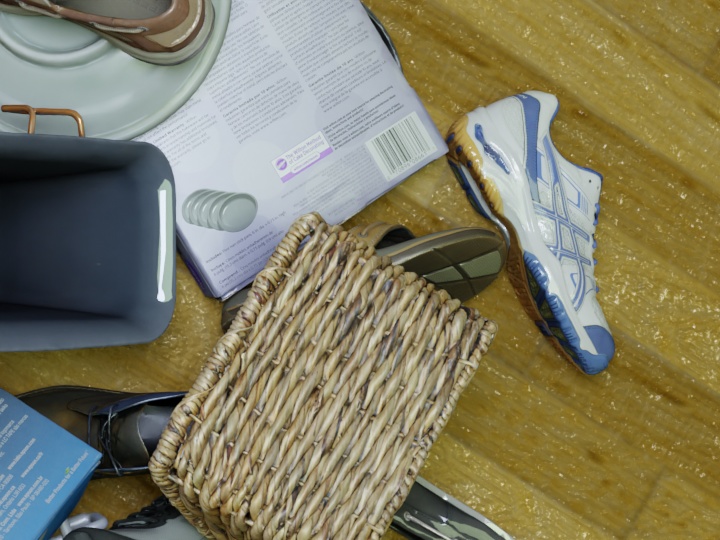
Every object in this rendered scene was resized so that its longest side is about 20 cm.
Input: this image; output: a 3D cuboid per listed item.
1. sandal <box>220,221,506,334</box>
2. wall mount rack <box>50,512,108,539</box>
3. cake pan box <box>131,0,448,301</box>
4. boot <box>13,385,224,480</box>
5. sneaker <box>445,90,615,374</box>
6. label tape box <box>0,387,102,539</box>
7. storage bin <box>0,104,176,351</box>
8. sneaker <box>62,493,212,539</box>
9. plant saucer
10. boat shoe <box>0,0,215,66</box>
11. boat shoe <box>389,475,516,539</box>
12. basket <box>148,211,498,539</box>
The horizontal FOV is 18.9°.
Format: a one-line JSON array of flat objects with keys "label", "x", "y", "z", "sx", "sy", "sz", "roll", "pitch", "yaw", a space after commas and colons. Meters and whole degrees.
[{"label": "sandal", "x": 0.000, "y": 0.000, "z": 1.452, "sx": 0.200, "sy": 0.080, "sz": 0.054, "roll": -14, "pitch": 58, "yaw": -6}, {"label": "wall mount rack", "x": -0.229, "y": 0.242, "z": 1.391, "sx": 0.174, "sy": 0.075, "sz": 0.200, "roll": -18, "pitch": 95, "yaw": -17}, {"label": "cake pan box", "x": -0.064, "y": -0.109, "z": 1.438, "sx": 0.200, "sy": 0.052, "sz": 0.184, "roll": -34, "pitch": 101, "yaw": -12}, {"label": "boot", "x": -0.171, "y": 0.101, "z": 1.383, "sx": 0.200, "sy": 0.097, "sz": 0.075, "roll": -5, "pitch": 77, "yaw": -16}, {"label": "sneaker", "x": 0.139, "y": -0.028, "z": 1.480, "sx": 0.088, "sy": 0.075, "sz": 0.200, "roll": -28, "pitch": 98, "yaw": -13}, {"label": "label tape box", "x": -0.276, "y": 0.112, "z": 1.292, "sx": 0.200, "sy": 0.144, "sz": 0.063, "roll": 34, "pitch": 125, "yaw": 2}, {"label": "storage bin", "x": -0.225, "y": -0.026, "z": 1.319, "sx": 0.200, "sy": 0.134, "sz": 0.146, "roll": -2, "pitch": 92, "yaw": -59}, {"label": "sneaker", "x": -0.120, "y": 0.168, "z": 1.382, "sx": 0.200, "sy": 0.074, "sz": 0.080, "roll": 7, "pitch": 79, "yaw": -55}, {"label": "plant saucer", "x": -0.183, "y": -0.177, "z": 1.367, "sx": 0.200, "sy": 0.050, "sz": 0.201, "roll": -1, "pitch": 82, "yaw": 8}, {"label": "boat shoe", "x": -0.183, "y": -0.187, "z": 1.306, "sx": 0.200, "sy": 0.072, "sz": 0.076, "roll": 19, "pitch": 84, "yaw": 11}, {"label": "boat shoe", "x": 0.038, "y": 0.171, "z": 1.459, "sx": 0.200, "sy": 0.067, "sz": 0.057, "roll": 37, "pitch": 76, "yaw": -6}, {"label": "basket", "x": -0.031, "y": 0.087, "z": 1.356, "sx": 0.149, "sy": 0.143, "sz": 0.200, "roll": 30, "pitch": 73, "yaw": -3}]
